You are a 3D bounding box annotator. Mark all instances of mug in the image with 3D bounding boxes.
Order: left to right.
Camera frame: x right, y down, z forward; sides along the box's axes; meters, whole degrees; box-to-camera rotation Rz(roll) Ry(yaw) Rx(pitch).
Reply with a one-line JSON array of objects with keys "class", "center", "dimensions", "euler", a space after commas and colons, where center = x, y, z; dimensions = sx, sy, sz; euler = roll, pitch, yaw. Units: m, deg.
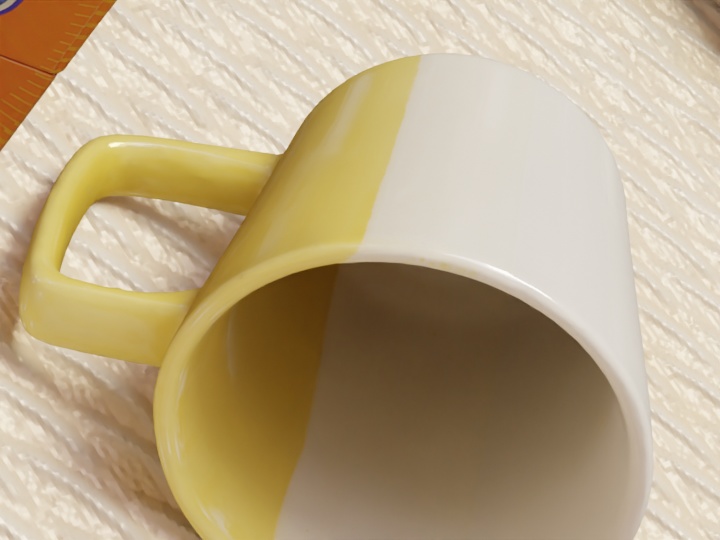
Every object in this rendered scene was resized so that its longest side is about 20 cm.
[{"class": "mug", "center": [0.009, -0.001, 0.898], "dimensions": [0.186, 0.149, 0.153], "euler": [39, 34, -18]}]

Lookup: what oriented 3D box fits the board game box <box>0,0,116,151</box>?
[{"class": "board game box", "center": [-0.164, -0.166, 0.823], "dimensions": [0.199, 0.200, 0.201], "euler": [20, 51, -21]}]
